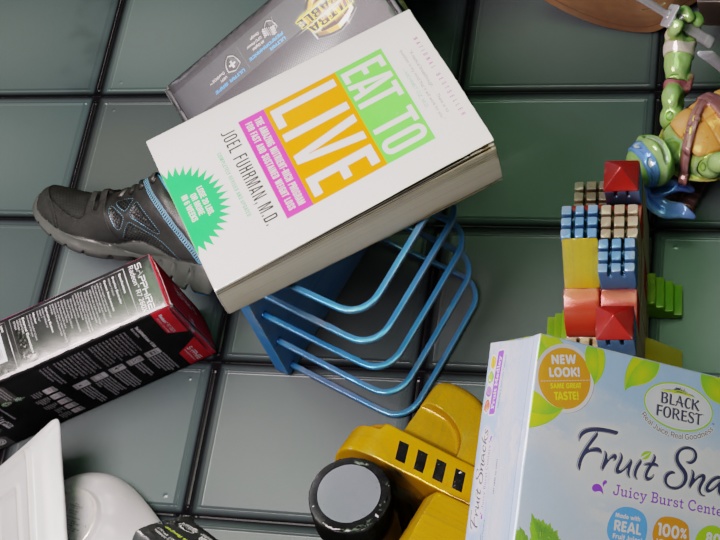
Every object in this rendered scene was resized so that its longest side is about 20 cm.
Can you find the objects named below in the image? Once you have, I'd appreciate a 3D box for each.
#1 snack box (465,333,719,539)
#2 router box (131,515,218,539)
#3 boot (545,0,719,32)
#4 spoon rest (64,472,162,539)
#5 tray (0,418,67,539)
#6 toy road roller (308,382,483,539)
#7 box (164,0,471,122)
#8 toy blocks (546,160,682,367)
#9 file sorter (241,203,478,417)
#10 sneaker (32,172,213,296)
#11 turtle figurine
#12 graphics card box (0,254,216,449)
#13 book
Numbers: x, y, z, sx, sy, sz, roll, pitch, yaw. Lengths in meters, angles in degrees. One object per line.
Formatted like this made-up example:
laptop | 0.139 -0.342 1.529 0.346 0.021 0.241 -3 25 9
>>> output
snack box | 0.166 0.141 0.887 0.198 0.068 0.170 15 76 -23
router box | -0.109 0.286 0.959 0.149 0.062 0.202 27 102 27
boot | 0.259 -0.270 1.210 0.198 0.070 0.147 13 60 20
spoon rest | -0.169 0.208 1.078 0.199 0.061 0.100 13 65 36
tray | -0.247 0.218 1.071 0.107 0.022 0.202 -37 51 38
toy road roller | 0.069 0.168 0.993 0.199 0.123 0.146 24 59 26
box | -0.035 -0.137 1.158 0.199 0.046 0.160 -36 80 18
toy blocks | 0.174 0.005 1.038 0.099 0.137 0.202 -1 62 15
file sorter | 0.000 0.000 1.055 0.122 0.200 0.139 25 71 21
sneaker | -0.172 -0.045 1.181 0.198 0.073 0.083 16 107 19
turtle figurine | 0.283 -0.144 1.069 0.192 0.202 0.144 -19 17 -19
graphics card box | -0.222 0.066 1.119 0.199 0.126 0.051 -25 68 2
book | -0.026 -0.074 0.963 0.199 0.048 0.134 -28 60 -3
